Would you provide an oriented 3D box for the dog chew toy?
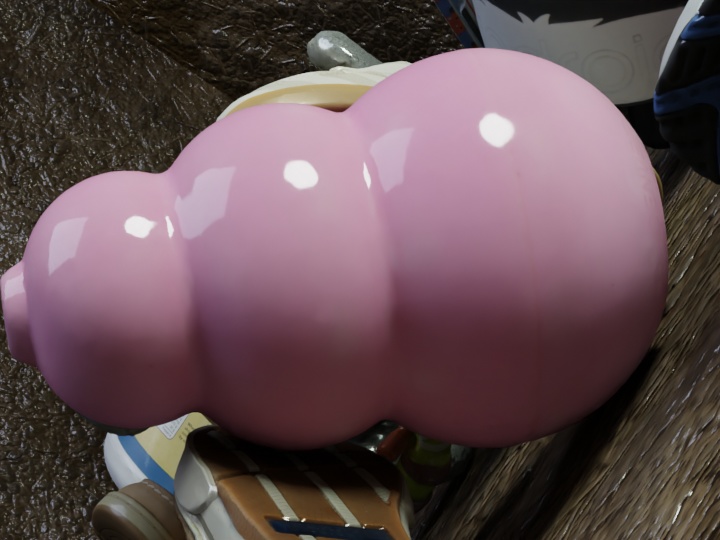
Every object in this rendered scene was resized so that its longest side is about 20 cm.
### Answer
[{"bbox_3d":[-0.010,0.000,0.636,0.125,0.199,0.125,172,90,-82],"label":"dog chew toy"}]

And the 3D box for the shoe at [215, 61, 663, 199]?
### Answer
[{"bbox_3d":[0.023,-0.036,0.743,0.053,0.200,0.070,47,119,44],"label":"shoe"}]

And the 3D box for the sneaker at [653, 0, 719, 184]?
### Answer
[{"bbox_3d":[0.137,-0.107,0.503,0.200,0.076,0.077,-53,7,44],"label":"sneaker"}]

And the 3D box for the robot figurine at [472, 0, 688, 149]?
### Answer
[{"bbox_3d":[0.097,-0.147,0.810,0.150,0.200,0.125,-16,39,5],"label":"robot figurine"}]

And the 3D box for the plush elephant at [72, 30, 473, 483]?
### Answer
[{"bbox_3d":[0.000,0.000,0.852,0.200,0.165,0.155,-46,-15,-35],"label":"plush elephant"}]

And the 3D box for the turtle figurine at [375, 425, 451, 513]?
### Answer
[{"bbox_3d":[-0.018,0.125,0.734,0.200,0.064,0.161,-45,14,32],"label":"turtle figurine"}]

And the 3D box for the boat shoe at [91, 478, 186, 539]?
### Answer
[{"bbox_3d":[-0.060,0.128,0.905,0.065,0.071,0.200,-45,-25,-10],"label":"boat shoe"}]

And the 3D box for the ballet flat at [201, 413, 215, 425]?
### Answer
[{"bbox_3d":[-0.068,0.004,0.768,0.069,0.063,0.200,-55,40,0],"label":"ballet flat"}]

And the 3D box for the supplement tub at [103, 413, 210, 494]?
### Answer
[{"bbox_3d":[-0.033,0.058,1.127,0.200,0.144,0.145,-55,1,10],"label":"supplement tub"}]

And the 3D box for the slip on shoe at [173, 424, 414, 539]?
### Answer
[{"bbox_3d":[-0.013,0.096,0.599,0.200,0.076,0.061,-142,62,-68],"label":"slip on shoe"}]

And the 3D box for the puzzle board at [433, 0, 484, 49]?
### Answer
[{"bbox_3d":[0.082,-0.173,0.879,0.150,0.200,0.017,-28,37,13],"label":"puzzle board"}]
